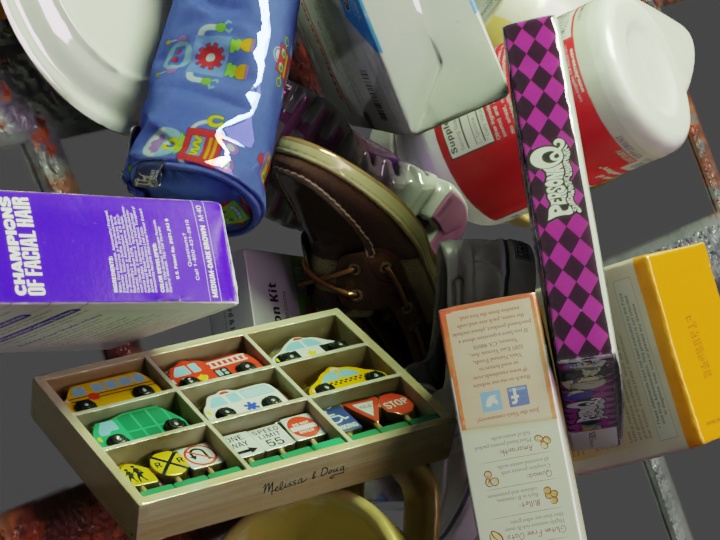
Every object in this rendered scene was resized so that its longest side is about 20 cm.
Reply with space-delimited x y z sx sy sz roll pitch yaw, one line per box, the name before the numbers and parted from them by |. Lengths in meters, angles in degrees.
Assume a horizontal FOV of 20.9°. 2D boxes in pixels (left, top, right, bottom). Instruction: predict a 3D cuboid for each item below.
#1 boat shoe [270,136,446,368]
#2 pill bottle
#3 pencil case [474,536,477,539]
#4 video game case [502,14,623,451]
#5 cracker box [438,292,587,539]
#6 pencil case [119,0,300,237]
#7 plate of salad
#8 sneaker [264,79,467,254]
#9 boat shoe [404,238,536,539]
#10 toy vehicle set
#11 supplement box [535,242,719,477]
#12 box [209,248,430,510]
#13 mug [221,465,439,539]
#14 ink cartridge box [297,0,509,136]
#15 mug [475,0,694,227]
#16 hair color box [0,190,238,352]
boat shoe | 0.000 0.000 1.181 0.072 0.072 0.200 -55 136 -16
pill bottle | 0.109 -0.097 1.307 0.112 0.200 0.112 36 42 -42
pencil case | 0.105 0.251 1.257 0.083 0.086 0.200 57 27 -70
video game case | 0.116 -0.016 1.112 0.181 0.036 0.200 66 16 -69
cracker box | 0.089 0.125 1.054 0.134 0.058 0.200 62 17 -74
pencil case | -0.083 -0.115 1.121 0.078 0.087 0.200 75 21 -59
plate of salad | -0.149 -0.172 1.162 0.200 0.048 0.200 22 60 -45
sneaker | -0.026 -0.065 1.240 0.200 0.088 0.081 30 97 -37
boat shoe | 0.055 0.073 1.189 0.065 0.074 0.200 6 105 -12
toy vehicle set | -0.063 0.080 1.062 0.200 0.124 0.027 -12 126 -33
supplement box | 0.147 0.069 1.289 0.073 0.200 0.126 -12 85 -48
box | -0.007 0.073 1.232 0.200 0.041 0.156 8 68 -47
mug | 0.013 0.203 1.097 0.153 0.149 0.187 37 84 -45
ink cartridge box | 0.014 -0.151 1.205 0.068 0.200 0.116 -24 102 -10
mug | 0.138 -0.147 1.426 0.153 0.149 0.187 34 44 -27
hair color box | -0.173 0.002 1.010 0.200 0.109 0.065 -1 76 -51
